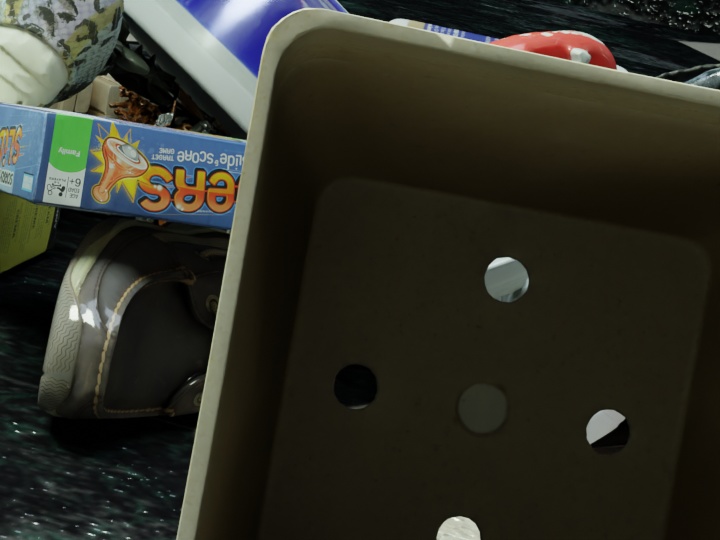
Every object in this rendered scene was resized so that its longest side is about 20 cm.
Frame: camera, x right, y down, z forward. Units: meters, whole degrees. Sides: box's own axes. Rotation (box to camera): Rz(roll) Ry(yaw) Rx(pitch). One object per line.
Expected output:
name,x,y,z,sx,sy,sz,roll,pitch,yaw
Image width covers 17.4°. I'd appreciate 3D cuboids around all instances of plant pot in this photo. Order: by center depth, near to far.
plant pot,0.047,0.048,0.664,0.198,0.201,0.177,10,1,-7

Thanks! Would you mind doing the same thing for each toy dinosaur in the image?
toy dinosaur,-0.109,-0.056,1.234,0.135,0.103,0.200,30,-12,-26

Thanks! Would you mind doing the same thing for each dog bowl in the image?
dog bowl,-0.044,-0.105,1.245,0.200,0.079,0.200,45,-3,3

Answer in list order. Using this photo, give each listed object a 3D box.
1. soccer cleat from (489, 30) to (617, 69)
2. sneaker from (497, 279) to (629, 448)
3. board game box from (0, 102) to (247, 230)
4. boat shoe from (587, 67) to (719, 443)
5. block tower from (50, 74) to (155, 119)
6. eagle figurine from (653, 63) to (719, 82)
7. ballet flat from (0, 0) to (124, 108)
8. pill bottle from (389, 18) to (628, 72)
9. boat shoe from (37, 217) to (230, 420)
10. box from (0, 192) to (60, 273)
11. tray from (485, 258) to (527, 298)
soccer cleat,0.025,-0.065,1.090,0.199,0.069,0.085,-27,31,-17
sneaker,0.085,0.022,1.044,0.200,0.076,0.115,23,14,32
board game box,-0.090,-0.042,0.956,0.134,0.035,0.200,8,3,-21
boat shoe,0.101,-0.006,0.936,0.200,0.091,0.071,-33,35,-16
block tower,-0.170,-0.087,1.345,0.199,0.054,0.058,2,15,-41
eagle figurine,0.135,-0.038,1.210,0.151,0.152,0.200,21,37,16
ballet flat,-0.181,-0.089,1.162,0.072,0.073,0.200,2,-21,-36
pill bottle,0.100,-0.073,1.391,0.198,0.117,0.116,13,12,1
boat shoe,-0.066,0.018,0.926,0.073,0.075,0.200,14,14,12
box,-0.197,-0.024,1.043,0.075,0.051,0.200,14,13,10
tray,0.000,0.000,1.067,0.107,0.022,0.199,-19,15,-30
